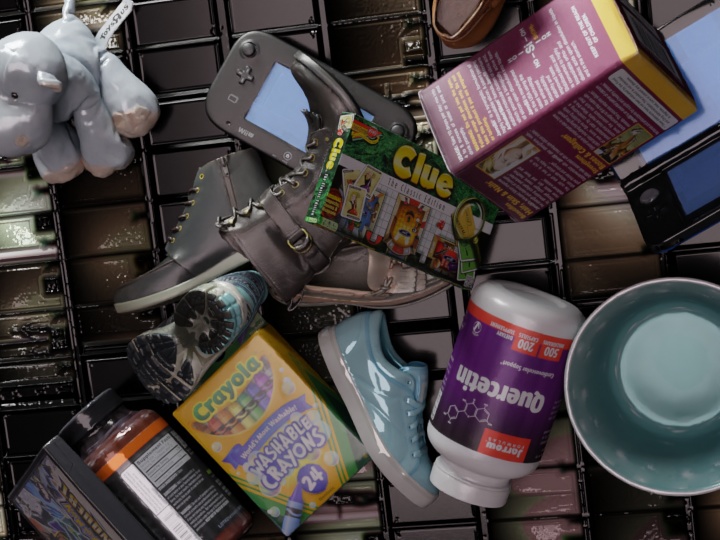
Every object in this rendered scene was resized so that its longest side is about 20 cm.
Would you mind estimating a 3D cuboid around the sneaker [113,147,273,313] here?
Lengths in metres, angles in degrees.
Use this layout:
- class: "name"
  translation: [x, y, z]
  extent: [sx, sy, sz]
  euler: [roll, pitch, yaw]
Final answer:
- class: "sneaker"
  translation: [-0.165, -0.037, 1.688]
  extent: [0.200, 0.075, 0.106]
  euler: [-26, 87, 5]

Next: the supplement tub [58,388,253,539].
- class: "supplement tub"
  translation: [-0.207, 0.212, 1.709]
  extent: [0.107, 0.107, 0.200]
  euler: [-44, 87, 14]

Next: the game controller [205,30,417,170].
- class: "game controller"
  translation: [-0.048, -0.146, 1.651]
  extent: [0.200, 0.042, 0.104]
  euler: [29, 84, 7]

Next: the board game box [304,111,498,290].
- class: "board game box"
  translation: [0.044, -0.060, 1.569]
  extent: [0.023, 0.200, 0.105]
  euler: [9, 80, 50]

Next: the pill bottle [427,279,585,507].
- class: "pill bottle"
  translation: [0.132, 0.116, 1.621]
  extent: [0.112, 0.112, 0.200]
  euler: [19, 101, 9]

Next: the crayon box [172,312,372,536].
- class: "crayon box"
  translation: [-0.092, 0.145, 1.703]
  extent: [0.126, 0.052, 0.200]
  euler: [-44, 87, 14]

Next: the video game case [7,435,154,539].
- class: "video game case"
  translation: [-0.260, 0.268, 1.708]
  extent: [0.200, 0.026, 0.181]
  euler: [47, 149, 2]

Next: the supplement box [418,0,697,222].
- class: "supplement box"
  translation: [0.176, -0.151, 1.541]
  extent: [0.200, 0.131, 0.103]
  euler: [-32, 56, 20]

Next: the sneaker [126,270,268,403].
- class: "sneaker"
  translation: [-0.152, 0.064, 1.681]
  extent: [0.078, 0.086, 0.200]
  euler: [55, 137, 1]

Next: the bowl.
- class: "bowl"
  translation: [0.292, 0.097, 1.589]
  extent: [0.201, 0.105, 0.201]
  euler: [2, 99, 11]

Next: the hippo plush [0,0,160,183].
- class: "hippo plush"
  translation: [-0.284, -0.170, 1.642]
  extent: [0.159, 0.161, 0.200]
  euler: [27, 102, 7]

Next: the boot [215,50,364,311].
- class: "boot"
  translation: [-0.060, -0.083, 1.602]
  extent: [0.174, 0.069, 0.200]
  euler: [-32, 93, 6]

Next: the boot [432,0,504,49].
- class: "boot"
  translation: [0.117, -0.293, 1.544]
  extent: [0.074, 0.155, 0.200]
  euler: [16, 101, 9]

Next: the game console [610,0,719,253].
- class: "game console"
  translation: [0.308, -0.139, 1.550]
  extent: [0.200, 0.171, 0.118]
  euler: [-32, 117, 14]

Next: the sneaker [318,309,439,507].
- class: "sneaker"
  translation: [0.037, 0.130, 1.663]
  extent: [0.082, 0.074, 0.200]
  euler: [-29, 92, 17]

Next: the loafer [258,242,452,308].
- class: "loafer"
  translation: [0.000, 0.000, 1.651]
  extent: [0.200, 0.063, 0.072]
  euler: [-7, 78, 13]
